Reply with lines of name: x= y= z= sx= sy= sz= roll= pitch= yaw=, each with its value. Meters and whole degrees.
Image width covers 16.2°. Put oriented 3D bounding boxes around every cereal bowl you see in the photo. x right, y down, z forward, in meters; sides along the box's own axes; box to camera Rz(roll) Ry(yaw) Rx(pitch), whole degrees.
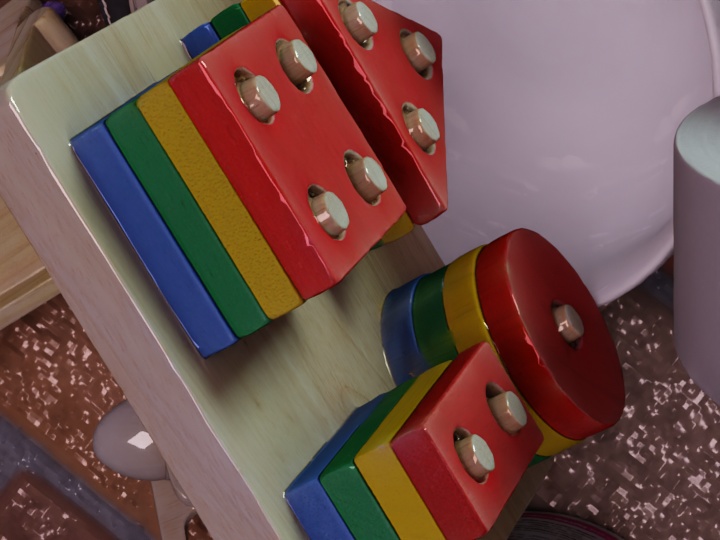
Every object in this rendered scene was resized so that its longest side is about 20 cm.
cereal bowl: x=0.048 y=-0.086 z=0.843 sx=0.200 sy=0.083 sz=0.200 roll=18 pitch=125 yaw=29

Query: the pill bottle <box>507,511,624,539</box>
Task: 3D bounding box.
pill bottle: x=0.043 y=0.152 z=0.826 sx=0.113 sy=0.200 sz=0.113 roll=2 pitch=97 yaw=14

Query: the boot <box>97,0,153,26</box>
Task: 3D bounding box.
boot: x=-0.129 y=-0.170 z=0.897 sx=0.150 sy=0.073 sz=0.200 roll=4 pitch=121 yaw=25

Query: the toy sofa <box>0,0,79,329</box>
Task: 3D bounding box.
toy sofa: x=-0.169 y=-0.010 z=0.933 sx=0.200 sy=0.098 sz=0.083 roll=-32 pitch=112 yaw=15

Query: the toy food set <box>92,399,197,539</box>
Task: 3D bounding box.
toy food set: x=-0.058 y=0.057 z=0.828 sx=0.060 sy=0.200 sz=0.144 roll=-11 pitch=58 yaw=-5

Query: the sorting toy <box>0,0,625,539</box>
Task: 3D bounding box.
sorting toy: x=0.000 y=0.000 z=0.751 sx=0.070 sy=0.199 sz=0.200 roll=-29 pitch=97 yaw=24

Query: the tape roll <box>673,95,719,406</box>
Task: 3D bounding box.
tape roll: x=0.188 y=-0.006 z=0.711 sx=0.200 sy=0.200 sz=0.066 roll=2 pitch=108 yaw=14
